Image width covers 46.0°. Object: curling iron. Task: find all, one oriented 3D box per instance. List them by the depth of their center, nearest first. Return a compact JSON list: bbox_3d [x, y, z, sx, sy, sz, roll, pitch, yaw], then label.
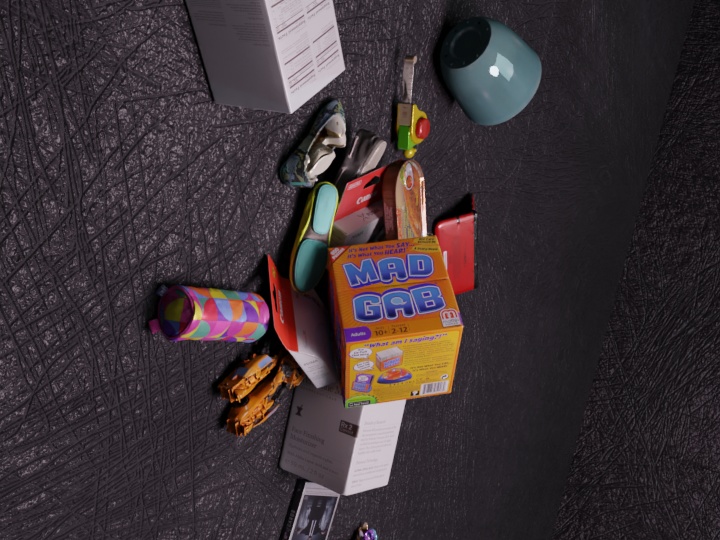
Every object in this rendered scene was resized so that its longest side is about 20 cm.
[{"bbox_3d":[0.000,0.000,1.624,0.025,0.050,0.202,28,97,-35],"label":"curling iron"}]

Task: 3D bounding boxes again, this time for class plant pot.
[{"bbox_3d":[0.261,-0.439,1.801,0.160,0.198,0.204,33,73,-45],"label":"plant pot"}]

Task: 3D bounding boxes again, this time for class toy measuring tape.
[{"bbox_3d":[0.107,-0.328,1.701,0.073,0.073,0.204,-22,120,-53],"label":"toy measuring tape"}]

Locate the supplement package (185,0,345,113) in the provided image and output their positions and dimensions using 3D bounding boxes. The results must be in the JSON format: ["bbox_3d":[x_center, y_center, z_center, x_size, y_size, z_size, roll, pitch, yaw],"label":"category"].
[{"bbox_3d":[-0.136,-0.357,1.215,0.151,0.150,0.203,-47,138,-39],"label":"supplement package"}]

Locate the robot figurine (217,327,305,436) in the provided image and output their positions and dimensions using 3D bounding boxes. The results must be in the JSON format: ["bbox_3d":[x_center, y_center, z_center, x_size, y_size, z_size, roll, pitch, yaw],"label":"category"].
[{"bbox_3d":[-0.162,0.190,1.469,0.200,0.057,0.147,-40,134,-44],"label":"robot figurine"}]

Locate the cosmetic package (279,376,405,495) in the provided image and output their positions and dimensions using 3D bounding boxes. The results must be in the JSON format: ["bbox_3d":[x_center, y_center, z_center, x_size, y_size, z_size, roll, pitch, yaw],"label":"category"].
[{"bbox_3d":[-0.030,0.298,1.624,0.164,0.162,0.204,9,93,-58],"label":"cosmetic package"}]

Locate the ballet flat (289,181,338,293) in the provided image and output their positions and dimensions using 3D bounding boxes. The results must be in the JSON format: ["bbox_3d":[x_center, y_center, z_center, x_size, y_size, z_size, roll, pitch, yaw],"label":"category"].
[{"bbox_3d":[-0.086,-0.058,1.493,0.066,0.067,0.204,18,82,-27],"label":"ballet flat"}]

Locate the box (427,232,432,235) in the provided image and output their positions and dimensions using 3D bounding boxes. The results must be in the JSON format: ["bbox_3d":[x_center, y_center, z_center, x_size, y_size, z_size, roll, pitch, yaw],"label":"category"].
[{"bbox_3d":[0.100,0.002,1.768,0.201,0.049,0.076,-65,171,-48],"label":"box"}]

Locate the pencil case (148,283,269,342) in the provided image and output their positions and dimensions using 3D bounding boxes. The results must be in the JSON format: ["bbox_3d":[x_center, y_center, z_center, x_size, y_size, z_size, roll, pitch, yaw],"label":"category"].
[{"bbox_3d":[-0.227,0.068,1.302,0.199,0.087,0.090,10,93,-57],"label":"pencil case"}]

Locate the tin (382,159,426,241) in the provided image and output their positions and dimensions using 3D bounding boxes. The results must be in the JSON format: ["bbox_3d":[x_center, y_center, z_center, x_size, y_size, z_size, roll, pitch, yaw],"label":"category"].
[{"bbox_3d":[0.084,-0.109,1.615,0.112,0.041,0.204,-28,118,-57],"label":"tin"}]

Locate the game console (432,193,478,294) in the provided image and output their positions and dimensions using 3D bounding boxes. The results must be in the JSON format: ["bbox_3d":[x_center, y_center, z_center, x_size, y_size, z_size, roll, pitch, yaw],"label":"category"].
[{"bbox_3d":[0.229,-0.060,2.048,0.169,0.119,0.204,-15,118,-21],"label":"game console"}]

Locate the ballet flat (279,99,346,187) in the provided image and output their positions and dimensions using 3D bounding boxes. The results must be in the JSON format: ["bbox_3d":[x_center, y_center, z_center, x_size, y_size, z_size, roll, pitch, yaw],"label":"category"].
[{"bbox_3d":[-0.063,-0.216,1.469,0.202,0.073,0.075,-60,145,-26],"label":"ballet flat"}]

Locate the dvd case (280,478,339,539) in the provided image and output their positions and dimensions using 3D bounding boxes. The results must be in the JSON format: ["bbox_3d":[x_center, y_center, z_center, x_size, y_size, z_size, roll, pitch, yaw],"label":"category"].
[{"bbox_3d":[-0.109,0.527,1.717,0.150,0.024,0.204,27,78,-58],"label":"dvd case"}]

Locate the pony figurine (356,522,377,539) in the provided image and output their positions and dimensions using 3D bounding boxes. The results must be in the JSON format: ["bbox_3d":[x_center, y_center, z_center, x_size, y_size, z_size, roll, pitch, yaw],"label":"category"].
[{"bbox_3d":[-0.005,0.669,1.848,0.193,0.163,0.204,113,-12,-87],"label":"pony figurine"}]

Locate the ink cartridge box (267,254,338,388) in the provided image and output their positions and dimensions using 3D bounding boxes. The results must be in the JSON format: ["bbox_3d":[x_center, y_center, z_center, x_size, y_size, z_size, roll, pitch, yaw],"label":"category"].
[{"bbox_3d":[-0.099,0.084,1.464,0.201,0.046,0.162,63,13,-49],"label":"ink cartridge box"}]

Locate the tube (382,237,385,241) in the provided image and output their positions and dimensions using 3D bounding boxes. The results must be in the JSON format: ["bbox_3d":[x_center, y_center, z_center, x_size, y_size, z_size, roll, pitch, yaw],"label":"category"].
[{"bbox_3d":[0.051,-0.028,1.686,0.058,0.051,0.203,-105,-153,-58],"label":"tube"}]

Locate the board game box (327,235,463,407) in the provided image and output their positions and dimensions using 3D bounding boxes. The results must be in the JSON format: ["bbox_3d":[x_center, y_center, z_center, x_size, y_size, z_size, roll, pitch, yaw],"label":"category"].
[{"bbox_3d":[0.052,0.089,1.482,0.202,0.196,0.202,92,-12,-51],"label":"board game box"}]

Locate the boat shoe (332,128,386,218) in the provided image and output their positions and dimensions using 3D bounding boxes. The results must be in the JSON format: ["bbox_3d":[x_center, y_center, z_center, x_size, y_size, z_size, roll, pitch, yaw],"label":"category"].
[{"bbox_3d":[-0.026,-0.165,1.553,0.202,0.057,0.067,-57,164,4],"label":"boat shoe"}]

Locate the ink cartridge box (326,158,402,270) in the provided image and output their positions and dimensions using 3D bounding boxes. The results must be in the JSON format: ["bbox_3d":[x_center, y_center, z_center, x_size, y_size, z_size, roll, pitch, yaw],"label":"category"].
[{"bbox_3d":[0.014,-0.105,1.595,0.199,0.044,0.178,-31,152,-50],"label":"ink cartridge box"}]
